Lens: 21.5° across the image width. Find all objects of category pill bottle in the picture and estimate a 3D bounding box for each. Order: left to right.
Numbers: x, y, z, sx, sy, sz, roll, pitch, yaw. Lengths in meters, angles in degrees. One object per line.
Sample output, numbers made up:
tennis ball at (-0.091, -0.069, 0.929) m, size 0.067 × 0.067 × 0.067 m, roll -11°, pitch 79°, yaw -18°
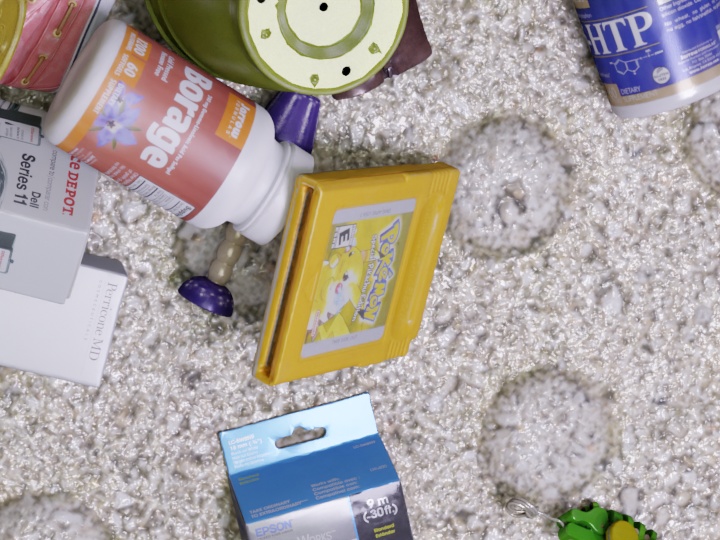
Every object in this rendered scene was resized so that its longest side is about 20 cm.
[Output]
pill bottle at (-0.142, -0.105, 1.514) m, size 0.200 × 0.112 × 0.112 m, roll 30°, pitch 93°, yaw -18°
pill bottle at (0.239, -0.242, 1.614) m, size 0.119 × 0.120 × 0.201 m, roll -23°, pitch 103°, yaw -7°

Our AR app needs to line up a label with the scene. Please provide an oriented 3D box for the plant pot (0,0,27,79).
plant pot at (-0.336, -0.193, 1.422) m, size 0.142 × 0.200 × 0.201 m, roll 25°, pitch 94°, yaw 4°

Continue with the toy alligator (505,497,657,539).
toy alligator at (0.221, 0.238, 1.732) m, size 0.200 × 0.059 × 0.054 m, roll 31°, pitch 51°, yaw -14°

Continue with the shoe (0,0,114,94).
shoe at (-0.247, -0.231, 1.507) m, size 0.091 × 0.071 × 0.201 m, roll -2°, pitch 126°, yaw -41°

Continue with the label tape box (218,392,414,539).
label tape box at (-0.032, 0.226, 1.670) m, size 0.144 × 0.063 × 0.201 m, roll -15°, pitch 103°, yaw -9°

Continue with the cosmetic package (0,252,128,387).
cosmetic package at (-0.303, 0.022, 1.576) m, size 0.199 × 0.071 × 0.102 m, roll 13°, pitch 97°, yaw -14°

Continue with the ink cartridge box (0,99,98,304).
ink cartridge box at (-0.312, -0.069, 1.512) m, size 0.199 × 0.147 × 0.083 m, roll 15°, pitch 129°, yaw -14°

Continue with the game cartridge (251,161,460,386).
game cartridge at (0.000, 0.000, 1.581) m, size 0.200 × 0.032 × 0.177 m, roll -9°, pitch 118°, yaw -51°

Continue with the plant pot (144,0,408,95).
plant pot at (-0.053, -0.217, 1.450) m, size 0.200 × 0.193 × 0.201 m, roll -6°, pitch 111°, yaw -16°

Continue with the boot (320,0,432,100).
boot at (0.025, -0.258, 1.608) m, size 0.200 × 0.072 × 0.167 m, roll -31°, pitch 116°, yaw -6°

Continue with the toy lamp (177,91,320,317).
toy lamp at (-0.091, -0.061, 1.613) m, size 0.058 × 0.058 × 0.201 m, roll 26°, pitch 96°, yaw -14°
